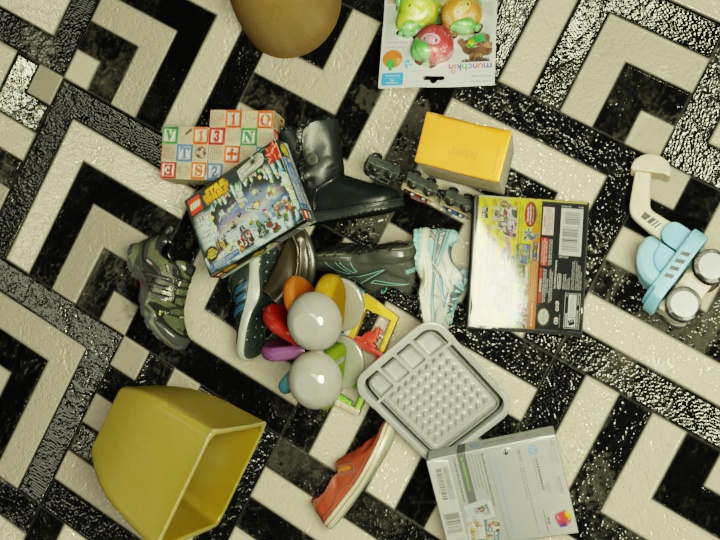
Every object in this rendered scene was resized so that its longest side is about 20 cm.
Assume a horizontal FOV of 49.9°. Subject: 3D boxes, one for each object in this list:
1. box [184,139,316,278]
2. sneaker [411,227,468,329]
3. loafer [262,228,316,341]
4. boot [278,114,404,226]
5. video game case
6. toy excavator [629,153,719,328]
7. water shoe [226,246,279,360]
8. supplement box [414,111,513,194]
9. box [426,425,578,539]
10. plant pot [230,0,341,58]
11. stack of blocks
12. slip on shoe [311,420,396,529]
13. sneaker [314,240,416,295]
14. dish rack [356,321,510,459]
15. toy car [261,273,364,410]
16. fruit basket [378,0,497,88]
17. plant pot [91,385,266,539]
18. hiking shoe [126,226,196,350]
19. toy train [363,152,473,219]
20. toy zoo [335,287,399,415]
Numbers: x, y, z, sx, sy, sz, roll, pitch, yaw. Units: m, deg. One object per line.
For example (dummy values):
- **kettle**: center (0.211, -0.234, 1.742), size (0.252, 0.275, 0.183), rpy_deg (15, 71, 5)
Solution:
- **box**: center (-0.177, -0.094, 1.216), size (0.198, 0.040, 0.139), rpy_deg (-29, 74, 23)
- **sneaker**: center (0.130, 0.030, 1.197), size (0.084, 0.078, 0.205), rpy_deg (-7, 86, 8)
- **loafer**: center (-0.117, 0.027, 1.226), size (0.070, 0.073, 0.205), rpy_deg (0, 99, -29)
- **boot**: center (-0.034, -0.166, 1.240), size (0.195, 0.076, 0.173), rpy_deg (-7, 89, 18)
- **video game case**: center (0.254, -0.008, 1.179), size (0.176, 0.026, 0.205), rpy_deg (4, 88, -1)
- **toy excavator**: center (0.442, -0.045, 1.131), size (0.199, 0.100, 0.196), rpy_deg (38, 94, 20)
- **water shoe**: center (-0.181, 0.044, 1.276), size (0.078, 0.071, 0.205), rpy_deg (10, 90, 40)
- **supplement box**: center (0.158, -0.169, 1.137), size (0.123, 0.200, 0.075), rpy_deg (15, 93, 11)
- **box**: center (0.212, 0.332, 1.163), size (0.196, 0.041, 0.159), rpy_deg (-14, 98, 12)
- **plant pot**: center (-0.141, -0.458, 1.217), size (0.182, 0.200, 0.191), rpy_deg (-1, 87, 13)
- **stack of blocks**: center (-0.231, -0.204, 1.293), size (0.195, 0.059, 0.118), rpy_deg (3, 87, 12)
- **slip on shoe**: center (-0.010, 0.311, 1.215), size (0.061, 0.074, 0.202), rpy_deg (37, 99, 14)
- **sneaker**: center (0.000, 0.000, 1.210), size (0.197, 0.075, 0.081), rpy_deg (1, 109, 36)
- **dish rack**: center (0.110, 0.180, 1.171), size (0.171, 0.044, 0.200), rpy_deg (-41, 103, 17)
- **toy car**: center (-0.079, 0.105, 1.156), size (0.146, 0.175, 0.205), rpy_deg (2, 99, 17)
- **fruit basket**: center (0.120, -0.379, 1.198), size (0.181, 0.094, 0.205), rpy_deg (2, 68, 12)
- **plant pot**: center (-0.304, 0.282, 1.221), size (0.197, 0.195, 0.197), rpy_deg (28, 93, 18)
- **hiking shoe**: center (-0.318, 0.030, 1.290), size (0.099, 0.076, 0.204), rpy_deg (-26, 81, 13)
- **toy train**: center (0.094, -0.126, 1.199), size (0.196, 0.046, 0.035), rpy_deg (22, 56, -12)
- **toy zoo**: center (-0.021, 0.113, 1.251), size (0.129, 0.020, 0.204), rpy_deg (24, 92, 12)
